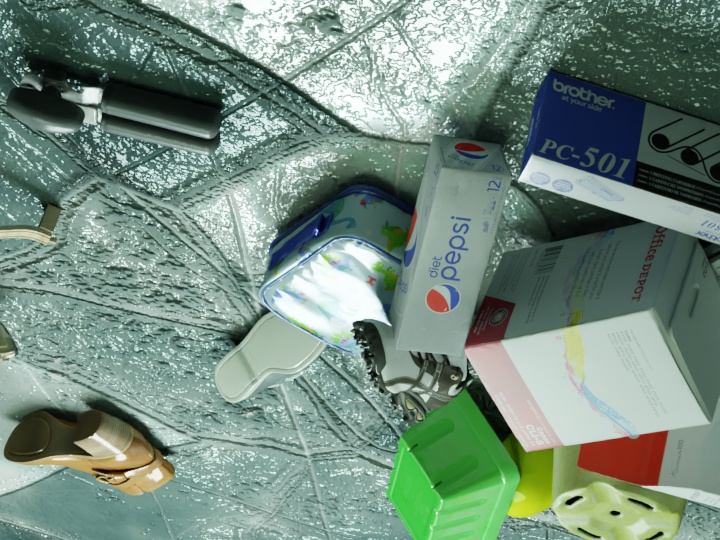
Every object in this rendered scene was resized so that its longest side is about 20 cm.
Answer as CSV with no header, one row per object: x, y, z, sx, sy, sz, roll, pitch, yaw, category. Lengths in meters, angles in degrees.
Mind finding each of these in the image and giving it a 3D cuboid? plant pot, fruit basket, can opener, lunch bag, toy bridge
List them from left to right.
-0.409,-0.069,1.821,0.199,0.067,0.027,24,147,-13,toy bridge
-0.231,-0.142,1.647,0.199,0.067,0.053,10,147,-2,can opener
0.000,0.000,1.746,0.160,0.083,0.200,28,145,-21,lunch bag
0.148,0.228,2.017,0.215,0.156,0.216,-27,155,-14,fruit basket
0.276,0.177,1.809,0.199,0.185,0.201,10,147,7,plant pot

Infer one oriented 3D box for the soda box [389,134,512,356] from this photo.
0.080,-0.021,1.614,0.068,0.064,0.201,6,121,-10,soda box

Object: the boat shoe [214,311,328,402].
-0.086,0.087,1.955,0.062,0.073,0.200,-15,166,-46,boat shoe

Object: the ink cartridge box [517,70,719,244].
0.241,-0.094,1.494,0.199,0.094,0.044,18,148,-4,ink cartridge box

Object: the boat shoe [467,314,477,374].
0.128,0.080,1.823,0.060,0.076,0.200,41,140,-26,boat shoe

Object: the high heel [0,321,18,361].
-0.454,0.108,2.096,0.199,0.072,0.143,12,145,36,high heel

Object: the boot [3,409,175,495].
-0.353,0.242,2.281,0.199,0.077,0.155,-18,140,30,boot

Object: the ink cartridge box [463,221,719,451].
0.229,0.060,1.636,0.199,0.146,0.145,-13,122,34,ink cartridge box

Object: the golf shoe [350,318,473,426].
0.053,0.084,1.728,0.094,0.078,0.200,-24,155,8,golf shoe

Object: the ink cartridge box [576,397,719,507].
0.326,0.141,1.714,0.199,0.161,0.047,15,159,0,ink cartridge box

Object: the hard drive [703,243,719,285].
0.412,0.029,1.675,0.199,0.027,0.132,29,145,-22,hard drive
